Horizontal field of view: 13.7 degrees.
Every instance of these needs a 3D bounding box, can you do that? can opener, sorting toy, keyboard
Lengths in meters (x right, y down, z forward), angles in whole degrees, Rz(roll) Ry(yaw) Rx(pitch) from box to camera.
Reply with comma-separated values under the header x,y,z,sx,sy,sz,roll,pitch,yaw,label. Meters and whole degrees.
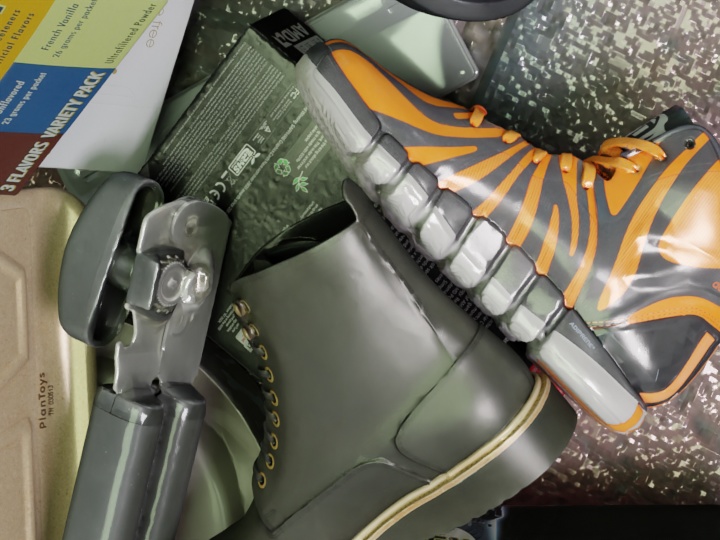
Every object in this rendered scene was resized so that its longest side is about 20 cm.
x,y,z,sx,sy,sz,roll,pitch,yaw,label
-0.102,0.059,1.256,0.067,0.053,0.200,23,105,35,can opener
-0.187,0.064,1.216,0.036,0.200,0.185,3,98,38,sorting toy
-0.043,-0.065,1.296,0.200,0.011,0.056,-27,96,25,keyboard

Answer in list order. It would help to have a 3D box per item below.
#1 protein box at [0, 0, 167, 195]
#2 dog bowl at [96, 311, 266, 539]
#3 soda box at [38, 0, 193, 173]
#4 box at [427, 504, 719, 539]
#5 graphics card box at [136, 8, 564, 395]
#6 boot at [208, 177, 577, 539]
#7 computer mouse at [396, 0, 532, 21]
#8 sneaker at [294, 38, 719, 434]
x,y,z,sx,sy,sz,roll,pitch,yaw,label
-0.217,-0.151,1.187,0.135,0.200,0.199,-47,53,39,protein box
-0.116,0.108,1.335,0.200,0.059,0.200,5,103,21,dog bowl
-0.106,-0.145,1.258,0.068,0.064,0.200,39,118,45,soda box
0.099,0.202,1.234,0.164,0.086,0.200,-3,116,22,box
0.000,0.000,1.265,0.200,0.051,0.125,39,113,4,graphics card box
-0.031,0.058,1.207,0.200,0.077,0.138,-34,107,20,boot
0.004,-0.186,1.211,0.200,0.138,0.053,54,159,-6,computer mouse
0.072,-0.040,1.188,0.112,0.078,0.200,-45,96,-3,sneaker
